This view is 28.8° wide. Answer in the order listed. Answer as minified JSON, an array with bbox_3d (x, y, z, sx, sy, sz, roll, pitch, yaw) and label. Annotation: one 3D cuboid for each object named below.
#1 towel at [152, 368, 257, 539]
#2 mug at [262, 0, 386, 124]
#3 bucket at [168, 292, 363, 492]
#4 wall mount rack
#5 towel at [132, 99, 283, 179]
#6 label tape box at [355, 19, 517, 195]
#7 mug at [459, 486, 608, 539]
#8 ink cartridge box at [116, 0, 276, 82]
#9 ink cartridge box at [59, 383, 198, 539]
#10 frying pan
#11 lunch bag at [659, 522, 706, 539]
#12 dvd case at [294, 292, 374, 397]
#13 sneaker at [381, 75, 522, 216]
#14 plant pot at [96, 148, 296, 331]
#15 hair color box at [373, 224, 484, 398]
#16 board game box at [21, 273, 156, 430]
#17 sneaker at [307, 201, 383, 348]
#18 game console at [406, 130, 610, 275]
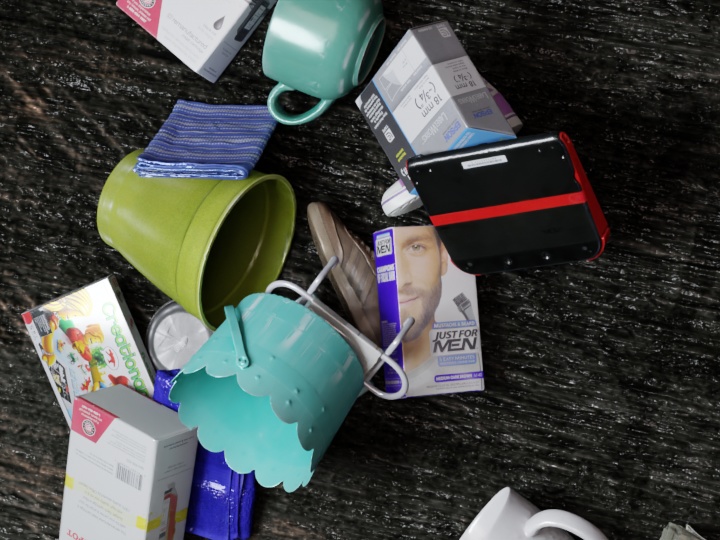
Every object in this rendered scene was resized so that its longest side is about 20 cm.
[{"bbox_3d":[-0.197,0.230,1.731,0.145,0.050,0.203,10,106,11],"label":"towel"},{"bbox_3d":[-0.039,-0.276,1.707,0.113,0.186,0.153,23,52,8],"label":"mug"},{"bbox_3d":[-0.103,0.134,1.589,0.206,0.208,0.135,30,58,11],"label":"bucket"},{"bbox_3d":[-0.026,0.078,1.638,0.199,0.075,0.174,38,137,1],"label":"wall mount rack"},{"bbox_3d":[-0.182,-0.163,1.704,0.142,0.201,0.024,3,120,9],"label":"towel"},{"bbox_3d":[0.093,-0.159,1.599,0.202,0.063,0.144,60,142,14],"label":"label tape box"},{"bbox_3d":[0.210,0.347,1.608,0.175,0.148,0.201,37,130,1],"label":"mug"},{"bbox_3d":[-0.186,-0.364,1.762,0.145,0.083,0.201,39,95,10],"label":"ink cartridge box"},{"bbox_3d":[-0.284,0.262,1.709,0.144,0.083,0.203,21,110,31],"label":"ink cartridge box"},{"bbox_3d":[-0.211,0.127,1.777,0.114,0.031,0.192,-21,82,12],"label":"frying pan"},{"bbox_3d":[0.383,0.409,1.605,0.163,0.118,0.202,27,87,11],"label":"lunch bag"},{"bbox_3d":[-0.102,0.138,1.743,0.199,0.022,0.147,-33,93,8],"label":"dvd case"},{"bbox_3d":[0.087,-0.159,1.710,0.200,0.073,0.115,-37,81,-4],"label":"sneaker"},{"bbox_3d":[-0.212,-0.056,1.712,0.191,0.200,0.203,24,92,22],"label":"plant pot"},{"bbox_3d":[0.082,0.048,1.681,0.108,0.065,0.203,-3,85,-23],"label":"hair color box"},{"bbox_3d":[-0.332,0.122,1.776,0.125,0.035,0.202,-22,95,9],"label":"board game box"},{"bbox_3d":[0.000,0.000,1.729,0.075,0.070,0.202,-24,88,-8],"label":"sneaker"},{"bbox_3d":[0.168,-0.074,1.577,0.198,0.031,0.178,-8,127,29],"label":"game console"}]
